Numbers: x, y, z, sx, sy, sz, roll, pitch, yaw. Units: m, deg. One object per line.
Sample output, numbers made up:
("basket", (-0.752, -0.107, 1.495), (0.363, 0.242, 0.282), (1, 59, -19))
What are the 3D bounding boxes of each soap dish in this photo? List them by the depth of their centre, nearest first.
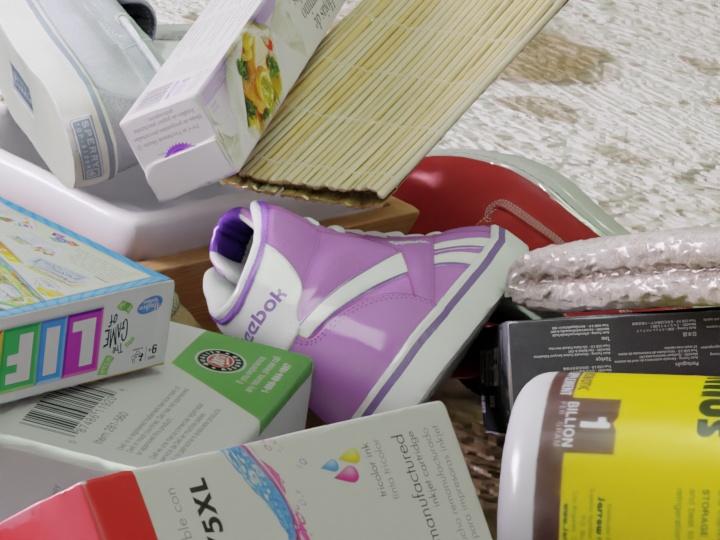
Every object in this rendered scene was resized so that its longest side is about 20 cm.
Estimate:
("soap dish", (-0.095, -0.023, 1.281), (0.157, 0.081, 0.200), (25, 25, 34))

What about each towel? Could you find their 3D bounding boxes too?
("towel", (0.164, -0.005, 1.082), (0.132, 0.035, 0.200), (-3, -1, -36))

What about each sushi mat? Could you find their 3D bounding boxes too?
("sushi mat", (0.012, -0.085, 1.203), (0.095, 0.012, 0.200), (11, 36, 26))

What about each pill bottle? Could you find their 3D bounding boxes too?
("pill bottle", (0.155, 0.094, 1.001), (0.199, 0.110, 0.109), (2, 18, 12))

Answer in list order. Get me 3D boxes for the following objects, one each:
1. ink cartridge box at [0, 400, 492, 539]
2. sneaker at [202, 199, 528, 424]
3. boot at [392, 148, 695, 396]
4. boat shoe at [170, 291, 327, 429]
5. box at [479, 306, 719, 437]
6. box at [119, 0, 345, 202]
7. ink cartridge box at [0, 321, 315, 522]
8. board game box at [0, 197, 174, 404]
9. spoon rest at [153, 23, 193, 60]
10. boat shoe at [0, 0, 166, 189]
("ink cartridge box", (-0.043, 0.118, 0.858), (0.200, 0.116, 0.067), (-10, -13, -45))
("sneaker", (0.000, -0.001, 1.145), (0.114, 0.073, 0.200), (35, 18, 6))
("boot", (0.056, 0.002, 1.313), (0.144, 0.073, 0.200), (-12, 33, -44))
("boat shoe", (-0.080, 0.046, 1.108), (0.199, 0.076, 0.072), (10, 19, -3))
("box", (0.154, 0.040, 1.146), (0.199, 0.050, 0.158), (-3, -2, -2))
("box", (-0.050, -0.092, 1.178), (0.041, 0.039, 0.200), (-18, 21, 21))
("ink cartridge box", (-0.134, 0.066, 1.013), (0.200, 0.085, 0.146), (13, 20, 12))
("board game box", (-0.185, -0.003, 1.005), (0.200, 0.034, 0.134), (25, 25, 37))
("spoon rest", (-0.045, -0.080, 1.285), (0.200, 0.061, 0.099), (3, 15, 20))
("boat shoe", (-0.125, -0.100, 1.239), (0.071, 0.070, 0.201), (-15, 34, -15))
